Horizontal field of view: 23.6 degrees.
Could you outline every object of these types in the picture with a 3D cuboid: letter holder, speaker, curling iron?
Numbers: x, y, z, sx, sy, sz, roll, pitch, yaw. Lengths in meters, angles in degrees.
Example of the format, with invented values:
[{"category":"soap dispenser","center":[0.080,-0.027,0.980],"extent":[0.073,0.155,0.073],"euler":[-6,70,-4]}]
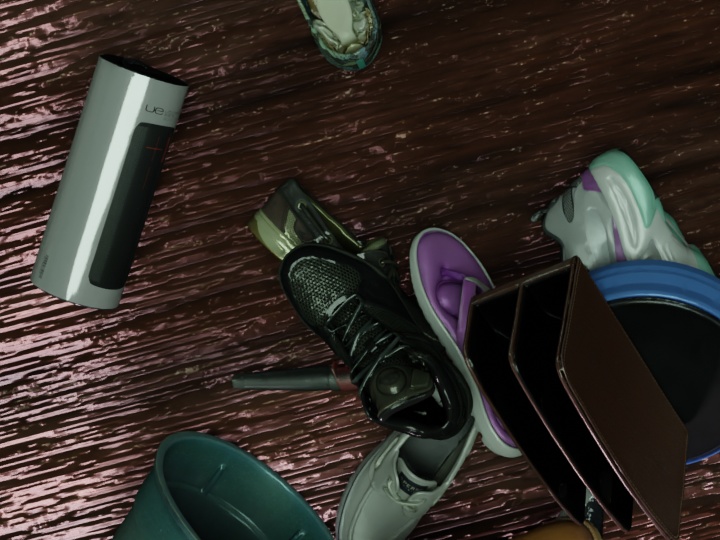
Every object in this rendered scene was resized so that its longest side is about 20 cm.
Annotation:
[{"category":"letter holder","center":[0.168,0.119,1.353],"extent":[0.100,0.143,0.201],"euler":[-22,120,26]},{"category":"speaker","center":[-0.209,-0.075,1.433],"extent":[0.080,0.081,0.202],"euler":[19,99,-2]},{"category":"curling iron","center":[-0.016,0.091,1.465],"extent":[0.198,0.050,0.026],"euler":[0,89,19]}]

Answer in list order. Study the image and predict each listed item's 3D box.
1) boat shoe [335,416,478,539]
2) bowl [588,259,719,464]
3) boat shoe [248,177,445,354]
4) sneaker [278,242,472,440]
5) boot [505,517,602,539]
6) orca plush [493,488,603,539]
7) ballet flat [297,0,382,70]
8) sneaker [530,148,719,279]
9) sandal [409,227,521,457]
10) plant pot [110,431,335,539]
[{"category":"boat shoe","center":[0.045,0.174,1.478],"extent":[0.072,0.066,0.200],"euler":[38,98,-6]},{"category":"bowl","center":[0.239,0.083,1.427],"extent":[0.198,0.040,0.202],"euler":[6,128,8]},{"category":"boat shoe","center":[0.000,-0.001,1.446],"extent":[0.200,0.072,0.066],"euler":[37,104,-1]},{"category":"sneaker","center":[0.010,0.056,1.363],"extent":[0.076,0.114,0.200],"euler":[-41,87,5]},{"category":"boot","center":[0.089,0.248,1.419],"extent":[0.198,0.155,0.077],"euler":[-23,61,23]},{"category":"orca plush","center":[0.169,0.259,1.507],"extent":[0.105,0.071,0.202],"euler":[21,90,42]},{"category":"ballet flat","center":[-0.036,-0.258,1.403],"extent":[0.074,0.074,0.201],"euler":[-28,98,6]},{"category":"sneaker","center":[0.220,0.013,1.448],"extent":[0.139,0.078,0.201],"euler":[-36,90,10]},{"category":"sandal","center":[0.107,0.053,1.435],"extent":[0.050,0.082,0.204],"euler":[-30,80,47]},{"category":"plant pot","center":[-0.146,0.276,1.445],"extent":[0.200,0.200,0.196],"euler":[39,106,-6]}]
